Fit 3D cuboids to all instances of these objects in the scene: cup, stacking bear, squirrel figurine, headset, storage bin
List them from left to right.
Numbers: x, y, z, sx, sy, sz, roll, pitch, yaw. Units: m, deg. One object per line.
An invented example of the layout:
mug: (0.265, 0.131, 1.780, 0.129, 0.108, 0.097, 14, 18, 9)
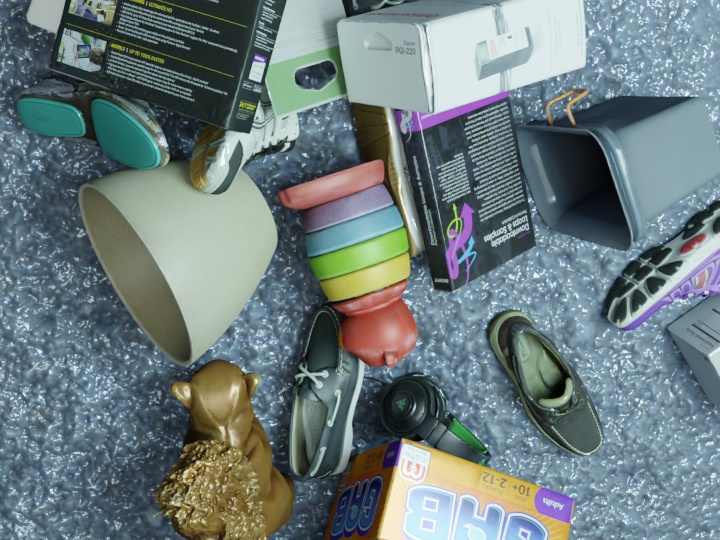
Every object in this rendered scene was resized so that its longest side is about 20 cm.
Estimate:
cup: (-0.167, -0.029, 1.057, 0.142, 0.199, 0.203, -33, 106, -24)
squirrel figurine: (-0.138, 0.196, 1.093, 0.138, 0.201, 0.190, 0, 112, -3)
stacking bear: (0.000, 0.000, 1.086, 0.112, 0.121, 0.204, -17, 94, 1)
headset: (0.066, 0.135, 1.153, 0.199, 0.123, 0.095, 37, 93, 10)
storage bin: (0.262, -0.124, 1.085, 0.133, 0.200, 0.148, -26, 105, -12)

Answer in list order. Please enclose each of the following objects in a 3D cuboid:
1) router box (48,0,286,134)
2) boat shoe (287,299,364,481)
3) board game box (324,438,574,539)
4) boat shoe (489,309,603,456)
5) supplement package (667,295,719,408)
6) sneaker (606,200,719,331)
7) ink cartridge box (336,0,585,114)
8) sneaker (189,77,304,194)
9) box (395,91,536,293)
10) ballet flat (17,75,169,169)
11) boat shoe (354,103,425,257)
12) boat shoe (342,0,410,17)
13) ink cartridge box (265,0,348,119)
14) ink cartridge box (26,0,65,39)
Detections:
router box: (-0.171, -0.223, 0.950, 0.197, 0.051, 0.152, 20, 98, 19)
boat shoe: (-0.042, 0.132, 1.149, 0.060, 0.075, 0.204, -10, 106, -43)
board game box: (0.075, 0.313, 1.113, 0.197, 0.200, 0.203, 20, 69, -11)
boat shoe: (0.214, 0.136, 1.195, 0.071, 0.066, 0.202, -34, 105, 1)
supplement package: (0.468, 0.064, 1.190, 0.198, 0.110, 0.115, -34, 105, 1)
sneaker: (0.366, 0.009, 1.182, 0.199, 0.081, 0.084, -36, 111, 1)
ink cartridge box: (0.097, -0.218, 1.019, 0.197, 0.145, 0.086, -19, 112, -30)
sneaker: (-0.098, -0.138, 1.035, 0.075, 0.202, 0.088, -25, 123, 40)
box: (0.112, -0.096, 1.108, 0.142, 0.036, 0.204, -24, 107, -38)
ballet flat: (-0.245, -0.152, 1.027, 0.198, 0.072, 0.073, 18, 104, 30)
boat shoe: (0.047, -0.120, 1.118, 0.068, 0.070, 0.204, -21, 106, -24)
boat shoe: (0.012, -0.286, 1.071, 0.071, 0.063, 0.203, -21, 105, -3)
ink cartridge box: (-0.076, -0.257, 1.028, 0.145, 0.047, 0.204, -27, 108, -46)
ink cartridge box: (-0.222, -0.257, 1.044, 0.197, 0.067, 0.118, 21, 99, -12)
